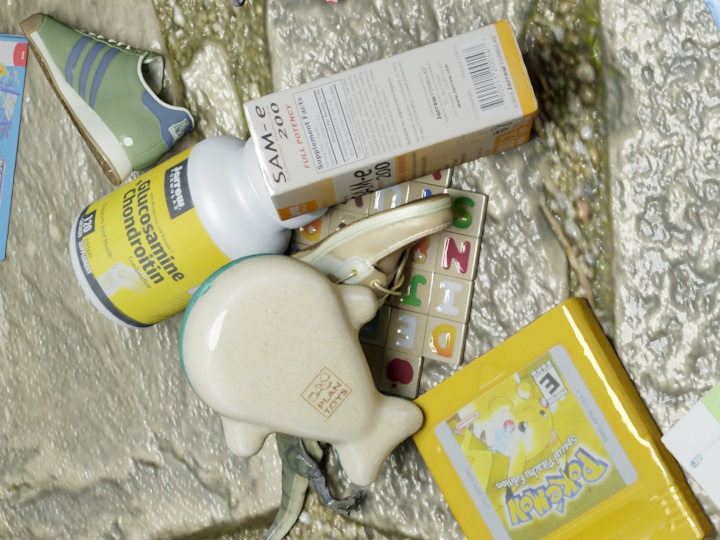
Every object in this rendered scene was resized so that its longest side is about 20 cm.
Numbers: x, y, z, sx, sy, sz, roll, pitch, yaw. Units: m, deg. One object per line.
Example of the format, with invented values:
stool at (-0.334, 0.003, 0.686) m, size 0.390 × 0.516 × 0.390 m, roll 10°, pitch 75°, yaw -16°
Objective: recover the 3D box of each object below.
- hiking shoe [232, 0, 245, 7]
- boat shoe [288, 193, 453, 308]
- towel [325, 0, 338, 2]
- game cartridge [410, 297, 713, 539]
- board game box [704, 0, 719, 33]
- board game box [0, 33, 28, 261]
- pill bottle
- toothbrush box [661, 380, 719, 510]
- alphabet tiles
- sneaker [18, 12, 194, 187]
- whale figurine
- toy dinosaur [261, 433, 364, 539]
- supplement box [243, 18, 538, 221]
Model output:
hiking shoe at (-0.109, -0.308, 1.593) m, size 0.100 × 0.076 × 0.201 m, roll -22°, pitch 89°, yaw 30°
boat shoe at (0.000, 0.000, 1.575) m, size 0.200 × 0.074 × 0.067 m, roll -27°, pitch 84°, yaw 39°
towel at (-0.081, -0.305, 1.641) m, size 0.199 × 0.022 × 0.145 m, roll 20°, pitch 100°, yaw 26°
game cartridge at (0.141, 0.149, 1.525) m, size 0.176 × 0.032 × 0.200 m, roll -36°, pitch 74°, yaw 27°
board game box at (0.321, -0.235, 1.396) m, size 0.200 × 0.043 × 0.200 m, roll -30°, pitch 79°, yaw 28°
board game box at (-0.395, -0.121, 1.813) m, size 0.195 × 0.056 × 0.201 m, roll 11°, pitch 98°, yaw 30°
pill bottle at (-0.126, -0.039, 1.626) m, size 0.200 × 0.112 × 0.112 m, roll -27°, pitch 79°, yaw 28°
toothbrush box at (0.328, 0.099, 1.382) m, size 0.146 × 0.086 × 0.200 m, roll 49°, pitch 113°, yaw 19°
alphabet tiles at (0.016, -0.007, 1.606) m, size 0.166 × 0.006 × 0.201 m, roll 13°, pitch 99°, yaw 29°
sneaker at (-0.205, -0.157, 1.701) m, size 0.090 × 0.067 × 0.200 m, roll -29°, pitch 53°, yaw -8°
whale figurine at (-0.047, 0.073, 1.538) m, size 0.159 × 0.200 × 0.104 m, roll -51°, pitch 22°, yaw -4°
toy dinosaur at (-0.035, 0.146, 1.620) m, size 0.088 × 0.047 × 0.201 m, roll 16°, pitch 112°, yaw 22°
supplement box at (0.022, -0.105, 1.483) m, size 0.199 × 0.126 × 0.074 m, roll -18°, pitch 83°, yaw 0°
